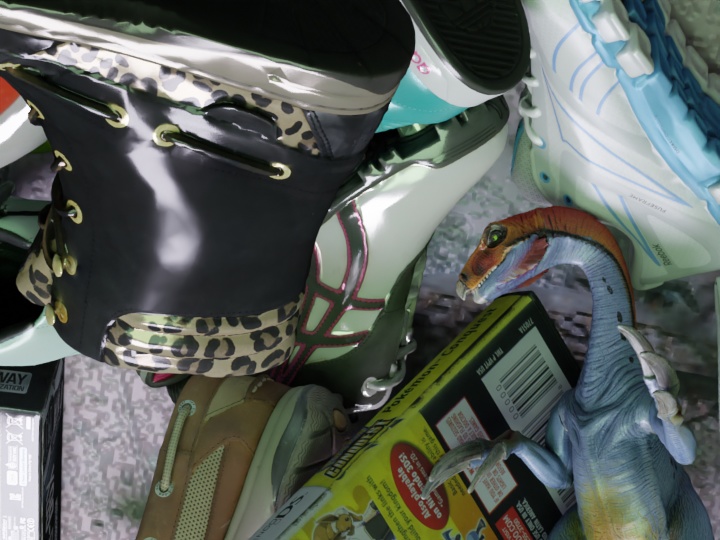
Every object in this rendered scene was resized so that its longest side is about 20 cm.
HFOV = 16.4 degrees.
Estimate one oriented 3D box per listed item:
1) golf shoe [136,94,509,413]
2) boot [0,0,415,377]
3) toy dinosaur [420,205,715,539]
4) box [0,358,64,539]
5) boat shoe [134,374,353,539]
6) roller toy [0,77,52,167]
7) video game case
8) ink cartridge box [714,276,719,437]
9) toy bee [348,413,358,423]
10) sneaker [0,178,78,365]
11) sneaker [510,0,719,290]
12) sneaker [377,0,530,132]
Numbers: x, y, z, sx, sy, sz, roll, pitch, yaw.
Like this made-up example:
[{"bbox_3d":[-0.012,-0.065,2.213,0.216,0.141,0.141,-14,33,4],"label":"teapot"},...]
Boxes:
[{"bbox_3d":[0.000,0.000,0.971,0.088,0.077,0.200,45,125,-6],"label":"golf shoe"},{"bbox_3d":[-0.092,-0.047,0.806,0.199,0.073,0.151,13,134,-3],"label":"boot"},{"bbox_3d":[0.086,0.074,0.942,0.105,0.182,0.200,-4,162,19],"label":"toy dinosaur"},{"bbox_3d":[-0.211,0.120,1.086,0.157,0.050,0.201,6,122,2],"label":"box"},{"bbox_3d":[-0.069,0.132,0.947,0.072,0.201,0.076,19,169,19],"label":"boat shoe"},{"bbox_3d":[-0.166,-0.128,0.874,0.199,0.140,0.183,21,121,-7],"label":"roller toy"},{"bbox_3d":[0.053,0.140,0.952,0.025,0.181,0.200,-8,119,53],"label":"video game case"},{"bbox_3d":[0.240,0.070,0.970,0.199,0.088,0.146,-6,137,7],"label":"ink cartridge box"},{"bbox_3d":[-0.057,0.148,1.055,0.130,0.109,0.201,-5,121,11],"label":"toy bee"},{"bbox_3d":[-0.166,0.002,0.946,0.200,0.118,0.074,-6,88,31],"label":"sneaker"},{"bbox_3d":[0.083,-0.066,0.931,0.086,0.075,0.200,-24,116,25],"label":"sneaker"},{"bbox_3d":[-0.032,-0.132,0.897,0.121,0.084,0.200,-27,92,43],"label":"sneaker"}]
